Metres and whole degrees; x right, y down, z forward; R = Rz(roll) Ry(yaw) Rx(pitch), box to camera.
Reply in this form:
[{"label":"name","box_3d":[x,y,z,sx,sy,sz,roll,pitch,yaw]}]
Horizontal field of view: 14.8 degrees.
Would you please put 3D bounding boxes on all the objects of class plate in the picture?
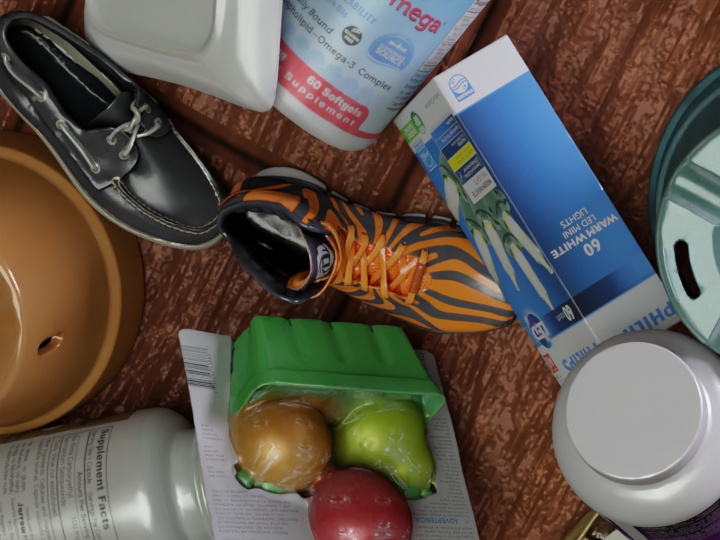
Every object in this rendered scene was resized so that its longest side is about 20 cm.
[{"label":"plate","box_3d":[-0.115,-0.210,1.692,0.200,0.032,0.201,19,109,49]}]

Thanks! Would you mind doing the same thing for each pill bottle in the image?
[{"label":"pill bottle","box_3d":[0.175,0.099,1.594,0.112,0.200,0.113,-4,75,15]},{"label":"pill bottle","box_3d":[0.021,-0.179,1.680,0.109,0.109,0.200,40,108,4]},{"label":"pill bottle","box_3d":[-0.150,0.150,1.789,0.199,0.114,0.115,-11,98,16]}]

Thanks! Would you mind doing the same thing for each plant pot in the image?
[{"label":"plant pot","box_3d":[0.254,-0.027,1.598,0.199,0.196,0.201,2,99,12]},{"label":"plant pot","box_3d":[-0.254,0.020,1.778,0.199,0.140,0.201,3,103,14]}]

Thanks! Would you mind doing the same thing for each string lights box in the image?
[{"label":"string lights box","box_3d":[0.107,-0.033,1.677,0.059,0.103,0.200,-31,86,-17]}]

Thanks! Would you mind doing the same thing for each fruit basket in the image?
[{"label":"fruit basket","box_3d":[-0.017,0.130,1.691,0.094,0.185,0.201,-45,48,51]}]

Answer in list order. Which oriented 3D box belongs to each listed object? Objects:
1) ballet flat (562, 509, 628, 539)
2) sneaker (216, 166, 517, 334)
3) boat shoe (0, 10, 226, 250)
[{"label":"ballet flat","box_3d":[0.194,0.138,1.723,0.069,0.063,0.200,37,108,2]},{"label":"sneaker","box_3d":[0.000,0.000,1.720,0.199,0.112,0.078,17,106,10]},{"label":"boat shoe","box_3d":[-0.161,-0.089,1.755,0.200,0.063,0.073,43,75,-1]}]
